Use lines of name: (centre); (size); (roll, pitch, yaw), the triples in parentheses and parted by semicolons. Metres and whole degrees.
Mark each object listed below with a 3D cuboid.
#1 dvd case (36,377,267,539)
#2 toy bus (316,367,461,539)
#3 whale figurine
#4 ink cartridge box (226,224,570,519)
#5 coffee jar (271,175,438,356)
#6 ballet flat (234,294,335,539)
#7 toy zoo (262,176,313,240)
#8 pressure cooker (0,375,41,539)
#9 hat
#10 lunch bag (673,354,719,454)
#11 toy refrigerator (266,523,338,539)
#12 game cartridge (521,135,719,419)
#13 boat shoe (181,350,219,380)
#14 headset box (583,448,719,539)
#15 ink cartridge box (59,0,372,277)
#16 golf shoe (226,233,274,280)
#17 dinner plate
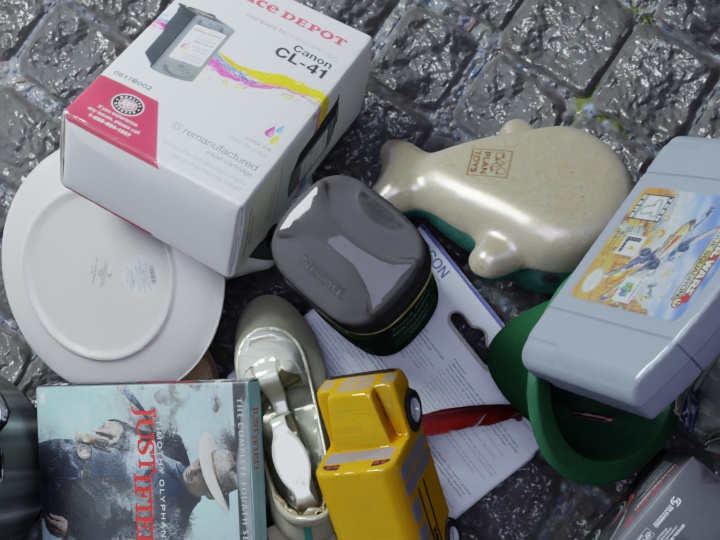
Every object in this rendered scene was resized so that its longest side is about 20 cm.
dvd case: (-0.158, 0.155, 0.966); (0.199, 0.022, 0.147); (-3, 88, 28)
toy bus: (0.021, 0.173, 0.922); (0.065, 0.078, 0.201); (-9, 110, 24)
whale figurine: (0.106, -0.044, 0.990); (0.199, 0.104, 0.160); (7, 51, 9)
ink cartridge box: (0.031, 0.102, 1.017); (0.200, 0.043, 0.197); (-37, 81, -2)
coffee jar: (0.000, 0.000, 0.912); (0.104, 0.200, 0.085); (40, 87, 9)
ballet flat: (-0.055, 0.102, 0.958); (0.069, 0.069, 0.201); (-19, 68, 4)
toy zoo: (-0.106, -0.093, 1.020); (0.131, 0.020, 0.201); (-13, 55, 6)
pressure cooker: (-0.340, 0.150, 0.976); (0.178, 0.200, 0.177); (12, 86, 9)
hat: (0.120, 0.066, 0.981); (0.176, 0.199, 0.166); (6, 95, 52)
lunch bag: (0.294, 0.014, 0.901); (0.139, 0.168, 0.200); (25, 50, -10)
toy refrigerator: (-0.028, 0.286, 0.974); (0.076, 0.070, 0.201); (-35, 79, 38)
game cartridge: (0.200, -0.003, 0.826); (0.042, 0.133, 0.200); (42, 77, -23)
boat shoe: (-0.136, 0.153, 1.008); (0.073, 0.069, 0.201); (2, 88, -17)
headset box: (0.202, 0.204, 0.905); (0.075, 0.200, 0.149); (40, 90, 9)
ink cartridge box: (-0.101, -0.114, 0.941); (0.147, 0.086, 0.200); (27, 53, 9)
golf shoe: (-0.153, 0.015, 1.039); (0.199, 0.078, 0.095); (-8, 94, 13)
dinner plate: (-0.195, 0.001, 0.986); (0.199, 0.024, 0.201); (4, 101, 20)
